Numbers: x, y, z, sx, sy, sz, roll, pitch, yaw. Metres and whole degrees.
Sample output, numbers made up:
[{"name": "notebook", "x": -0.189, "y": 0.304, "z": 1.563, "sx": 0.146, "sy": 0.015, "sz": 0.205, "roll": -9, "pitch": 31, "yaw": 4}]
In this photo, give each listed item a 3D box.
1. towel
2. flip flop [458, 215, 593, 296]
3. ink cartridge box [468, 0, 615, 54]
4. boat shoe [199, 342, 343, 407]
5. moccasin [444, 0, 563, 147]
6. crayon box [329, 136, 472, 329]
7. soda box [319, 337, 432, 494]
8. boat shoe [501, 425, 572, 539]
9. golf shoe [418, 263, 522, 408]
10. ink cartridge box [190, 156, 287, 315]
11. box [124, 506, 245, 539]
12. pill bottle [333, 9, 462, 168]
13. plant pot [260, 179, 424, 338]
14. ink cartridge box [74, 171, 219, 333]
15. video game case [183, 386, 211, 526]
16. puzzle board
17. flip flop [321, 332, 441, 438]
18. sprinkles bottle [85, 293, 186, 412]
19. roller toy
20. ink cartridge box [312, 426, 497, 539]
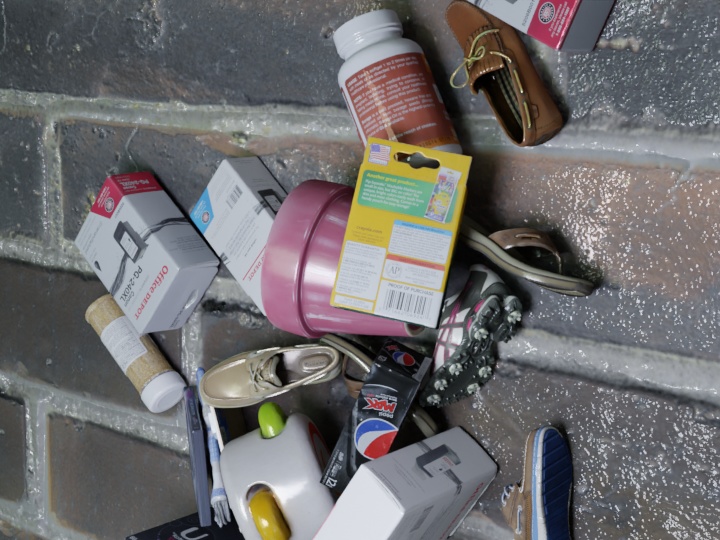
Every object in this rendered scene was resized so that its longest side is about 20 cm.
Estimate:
[{"name": "towel", "x": -0.214, "y": 0.255, "z": 1.786, "sx": 0.147, "sy": 0.024, "sz": 0.200, "roll": 98, "pitch": 161, "yaw": -65}, {"name": "flip flop", "x": 0.186, "y": -0.027, "z": 1.450, "sx": 0.200, "sy": 0.081, "sz": 0.058, "roll": 34, "pitch": 98, "yaw": 37}, {"name": "ink cartridge box", "x": 0.190, "y": -0.349, "z": 1.387, "sx": 0.200, "sy": 0.083, "sz": 0.145, "roll": 36, "pitch": 119, "yaw": 30}, {"name": "boat shoe", "x": -0.122, "y": 0.136, "z": 1.672, "sx": 0.200, "sy": 0.065, "sz": 0.072, "roll": -12, "pitch": 80, "yaw": 1}, {"name": "moccasin", "x": 0.153, "y": -0.228, "z": 1.439, "sx": 0.074, "sy": 0.078, "sz": 0.201, "roll": -40, "pitch": 72, "yaw": 54}, {"name": "crayon box", "x": 0.049, "y": -0.042, "z": 1.436, "sx": 0.126, "sy": 0.052, "sz": 0.200, "roll": 12, "pitch": 87, "yaw": 7}, {"name": "soda box", "x": 0.018, "y": 0.187, "z": 1.536, "sx": 0.063, "sy": 0.071, "sz": 0.200, "roll": 25, "pitch": 118, "yaw": 6}, {"name": "boat shoe", "x": 0.205, "y": 0.280, "z": 1.484, "sx": 0.072, "sy": 0.072, "sz": 0.200, "roll": 5, "pitch": 100, "yaw": 41}, {"name": "golf shoe", "x": 0.127, "y": 0.085, "z": 1.532, "sx": 0.200, "sy": 0.077, "sz": 0.088, "roll": -58, "pitch": 39, "yaw": 30}, {"name": "ink cartridge box", "x": -0.138, "y": -0.048, "z": 1.725, "sx": 0.200, "sy": 0.067, "sz": 0.116, "roll": 52, "pitch": 125, "yaw": 22}, {"name": "box", "x": -0.232, "y": 0.426, "z": 1.794, "sx": 0.122, "sy": 0.200, "sz": 0.106, "roll": 23, "pitch": 111, "yaw": 36}, {"name": "pill bottle", "x": 0.040, "y": -0.209, "z": 1.519, "sx": 0.112, "sy": 0.112, "sz": 0.200, "roll": -27, "pitch": 80, "yaw": 40}, {"name": "plant pot", "x": 0.000, "y": 0.000, "z": 1.549, "sx": 0.179, "sy": 0.200, "sz": 0.200, "roll": 15, "pitch": 107, "yaw": 22}, {"name": "ink cartridge box", "x": -0.321, "y": -0.026, "z": 1.864, "sx": 0.200, "sy": 0.083, "sz": 0.145, "roll": 50, "pitch": 125, "yaw": 23}, {"name": "video game case", "x": -0.237, "y": 0.265, "z": 1.807, "sx": 0.200, "sy": 0.019, "sz": 0.143, "roll": -130, "pitch": 36, "yaw": -74}, {"name": "puzzle board", "x": -0.178, "y": 0.262, "z": 1.763, "sx": 0.017, "sy": 0.151, "sz": 0.200, "roll": -16, "pitch": 85, "yaw": 7}, {"name": "flip flop", "x": 0.019, "y": 0.152, "z": 1.602, "sx": 0.200, "sy": 0.081, "sz": 0.058, "roll": 44, "pitch": 94, "yaw": 11}, {"name": "sprinkles bottle", "x": -0.349, "y": 0.126, "z": 1.932, "sx": 0.200, "sy": 0.068, "sz": 0.068, "roll": 50, "pitch": 125, "yaw": 23}, {"name": "roller toy", "x": -0.102, "y": 0.296, "z": 1.653, "sx": 0.140, "sy": 0.182, "sz": 0.200, "roll": -24, "pitch": 49, "yaw": 3}, {"name": "ink cartridge box", "x": 0.057, "y": 0.286, "z": 1.526, "sx": 0.085, "sy": 0.200, "sz": 0.146, "roll": 47, "pitch": 123, "yaw": 26}]
